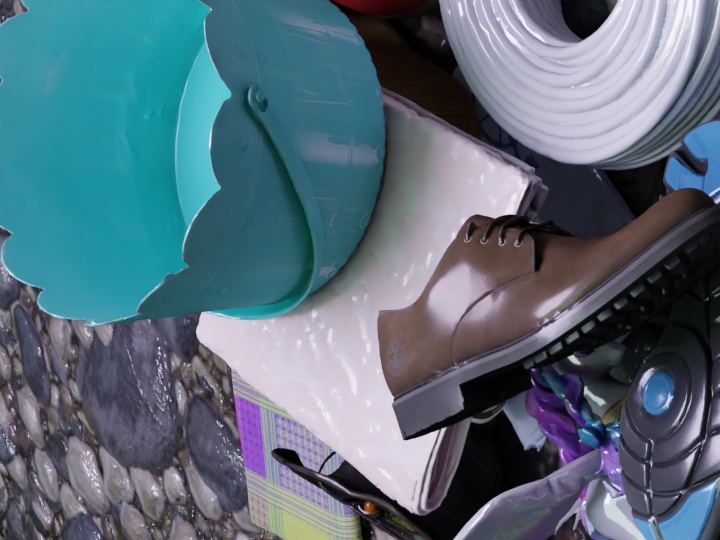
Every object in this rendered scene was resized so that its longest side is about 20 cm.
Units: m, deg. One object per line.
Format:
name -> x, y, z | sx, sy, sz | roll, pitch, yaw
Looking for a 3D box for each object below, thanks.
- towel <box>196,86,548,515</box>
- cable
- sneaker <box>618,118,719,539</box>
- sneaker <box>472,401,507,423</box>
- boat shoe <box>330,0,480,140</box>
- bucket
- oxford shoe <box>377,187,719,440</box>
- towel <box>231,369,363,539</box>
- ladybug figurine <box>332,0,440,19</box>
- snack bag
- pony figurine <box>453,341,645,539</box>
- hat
towel -> 0.000, 0.000, 0.861 | 0.199, 0.032, 0.193 | 34, 113, 40
cable -> 0.118, -0.150, 0.797 | 0.199, 0.069, 0.203 | 2, 100, 50
sneaker -> 0.177, 0.035, 0.735 | 0.073, 0.081, 0.203 | 4, 79, 53
sneaker -> 0.002, 0.040, 0.963 | 0.199, 0.076, 0.088 | 27, 163, 29
boat shoe -> 0.013, -0.093, 0.949 | 0.201, 0.070, 0.070 | -121, 34, -49
bucket -> -0.093, -0.068, 0.837 | 0.206, 0.134, 0.210 | -1, 89, 45
oxford shoe -> 0.078, 0.004, 0.725 | 0.199, 0.072, 0.085 | -30, 75, 34
towel -> -0.047, 0.111, 1.175 | 0.143, 0.023, 0.203 | 15, 115, 50
ladybug figurine -> -0.005, -0.219, 0.942 | 0.199, 0.071, 0.137 | 31, 126, 48
snack bag -> 0.094, -0.021, 0.933 | 0.201, 0.021, 0.189 | 59, 142, 23
pony figurine -> 0.139, 0.114, 0.834 | 0.199, 0.166, 0.194 | 36, 125, 21
hat -> 0.042, 0.132, 0.983 | 0.200, 0.200, 0.081 | 25, 79, 47
